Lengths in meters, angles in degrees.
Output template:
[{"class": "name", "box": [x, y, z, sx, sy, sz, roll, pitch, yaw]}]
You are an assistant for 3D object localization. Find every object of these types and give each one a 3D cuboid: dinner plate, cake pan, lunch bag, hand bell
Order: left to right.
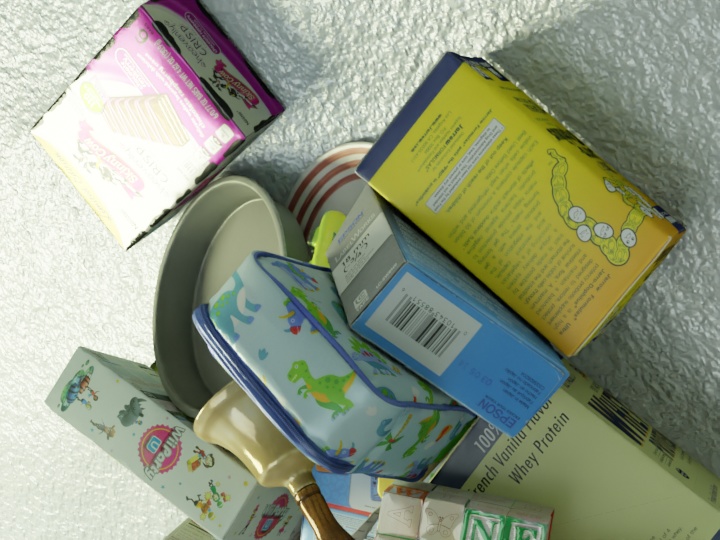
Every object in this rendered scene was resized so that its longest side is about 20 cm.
[{"class": "cake pan", "box": [-0.105, 0.024, 1.479, 0.200, 0.037, 0.201, -20, 65, 50]}, {"class": "hand bell", "box": [-0.035, 0.177, 1.379, 0.200, 0.104, 0.104, 57, 138, 23]}, {"class": "lunch bag", "box": [-0.016, 0.063, 1.227, 0.082, 0.200, 0.161, -47, 70, 12]}, {"class": "dinner plate", "box": [0.000, 0.000, 1.420, 0.200, 0.024, 0.201, -4, 84, 46]}]

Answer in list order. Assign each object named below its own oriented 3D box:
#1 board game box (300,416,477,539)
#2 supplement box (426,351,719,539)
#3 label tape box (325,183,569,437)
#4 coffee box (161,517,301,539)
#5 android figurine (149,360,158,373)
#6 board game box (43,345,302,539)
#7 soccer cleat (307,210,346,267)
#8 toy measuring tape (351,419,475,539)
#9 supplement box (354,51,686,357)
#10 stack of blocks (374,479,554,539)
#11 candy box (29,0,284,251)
[{"class": "board game box", "box": [0.030, 0.140, 1.459, 0.151, 0.037, 0.201, 9, 97, 28]}, {"class": "supplement box", "box": [0.147, 0.194, 1.332, 0.199, 0.134, 0.200, 38, 100, 8]}, {"class": "label tape box", "box": [0.052, 0.016, 1.261, 0.144, 0.200, 0.063, 35, 103, -19]}, {"class": "coffee box", "box": [-0.142, 0.293, 1.626, 0.079, 0.200, 0.115, 23, 128, 25]}, {"class": "android figurine", "box": [-0.103, 0.123, 1.605, 0.200, 0.041, 0.183, 34, 131, 17]}, {"class": "board game box", "box": [-0.150, 0.149, 1.528, 0.200, 0.147, 0.064, 33, 92, 20]}, {"class": "soccer cleat", "box": [-0.001, 0.051, 1.370, 0.083, 0.201, 0.065, -5, 160, 7]}, {"class": "toy measuring tape", "box": [0.013, 0.147, 1.410, 0.074, 0.074, 0.200, 44, 112, 6]}, {"class": "supplement box", "box": [0.114, -0.049, 1.266, 0.200, 0.109, 0.110, 41, 103, 9]}, {"class": "stack of blocks", "box": [0.107, 0.221, 1.243, 0.199, 0.059, 0.116, 11, 95, 11]}, {"class": "candy box", "box": [-0.171, -0.123, 1.494, 0.137, 0.061, 0.200, 51, 135, 0]}]
